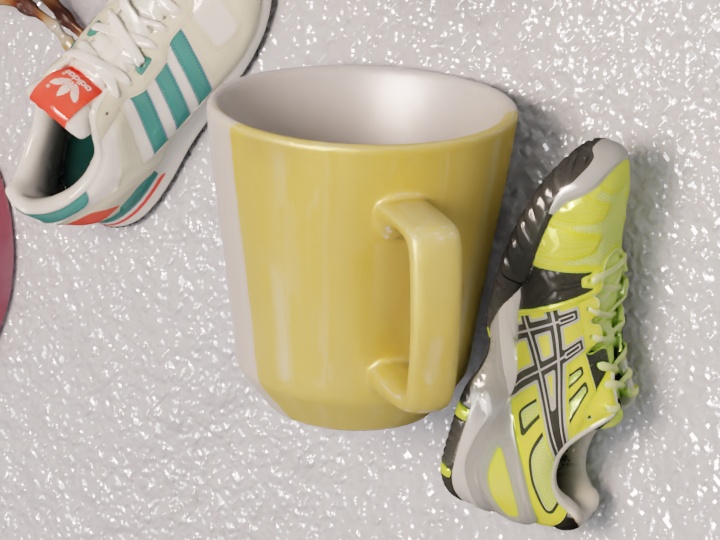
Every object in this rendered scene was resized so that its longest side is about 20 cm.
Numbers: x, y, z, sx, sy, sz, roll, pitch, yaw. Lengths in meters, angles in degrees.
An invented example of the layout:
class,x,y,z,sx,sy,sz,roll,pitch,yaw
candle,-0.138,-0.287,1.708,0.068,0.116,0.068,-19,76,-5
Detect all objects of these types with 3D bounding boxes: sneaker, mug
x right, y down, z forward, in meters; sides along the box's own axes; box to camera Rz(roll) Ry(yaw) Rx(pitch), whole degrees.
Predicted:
class,x,y,z,sx,sy,sz,roll,pitch,yaw
sneaker,-0.117,-0.103,1.494,0.070,0.093,0.200,41,116,22
mug,-0.007,-0.003,1.390,0.148,0.187,0.154,7,109,13
sneaker,0.102,0.031,1.385,0.076,0.075,0.201,25,119,21

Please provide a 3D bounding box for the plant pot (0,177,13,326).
class,x,y,z,sx,sy,sz,roll,pitch,yaw
plant pot,-0.319,-0.011,1.587,0.199,0.179,0.201,4,97,33

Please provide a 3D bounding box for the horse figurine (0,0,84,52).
class,x,y,z,sx,sy,sz,roll,pitch,yaw
horse figurine,-0.196,-0.171,1.512,0.132,0.200,0.050,37,75,23
